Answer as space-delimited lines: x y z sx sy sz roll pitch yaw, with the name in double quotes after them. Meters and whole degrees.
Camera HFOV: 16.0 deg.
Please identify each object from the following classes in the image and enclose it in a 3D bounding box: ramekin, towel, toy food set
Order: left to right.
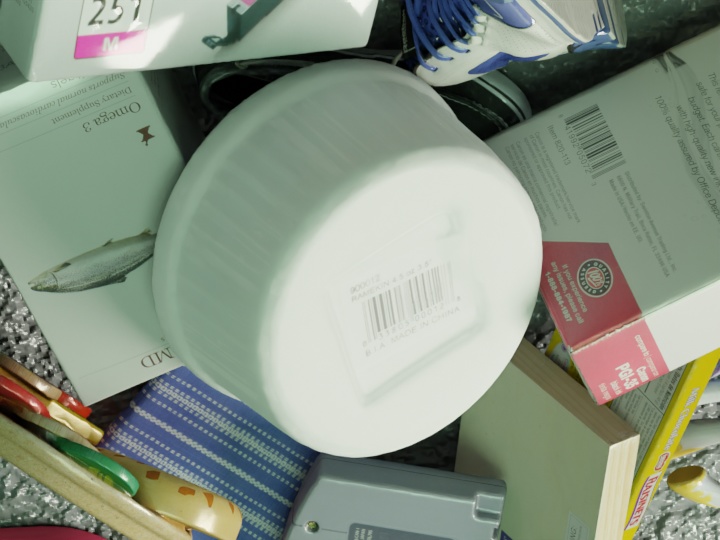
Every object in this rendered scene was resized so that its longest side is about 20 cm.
-0.172 0.095 1.448 0.198 0.200 0.049 38 83 -39 "toy food set"
-0.066 0.093 1.554 0.144 0.024 0.200 33 112 -23 "towel"
0.000 0.000 1.341 0.200 0.098 0.201 -18 125 -27 "ramekin"

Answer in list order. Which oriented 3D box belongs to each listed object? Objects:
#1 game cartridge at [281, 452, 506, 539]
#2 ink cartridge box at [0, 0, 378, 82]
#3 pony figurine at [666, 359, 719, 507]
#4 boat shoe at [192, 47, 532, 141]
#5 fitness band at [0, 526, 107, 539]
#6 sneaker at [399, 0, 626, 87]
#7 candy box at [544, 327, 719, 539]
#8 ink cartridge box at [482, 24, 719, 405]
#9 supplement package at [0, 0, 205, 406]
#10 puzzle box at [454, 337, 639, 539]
0.012 0.198 1.579 0.132 0.042 0.201 12 127 5 "game cartridge"
-0.069 -0.184 1.242 0.199 0.044 0.174 -9 131 -32 "ink cartridge box"
0.260 0.066 1.509 0.199 0.167 0.194 4 125 17 "pony figurine"
0.004 -0.090 1.409 0.198 0.068 0.074 18 120 -18 "boat shoe"
-0.228 0.228 1.610 0.199 0.037 0.144 -4 123 -6 "fitness band"
0.065 -0.137 1.338 0.115 0.199 0.081 -16 82 17 "sneaker"
0.146 0.077 1.503 0.026 0.102 0.201 -18 142 -36 "candy box"
0.185 -0.039 1.400 0.199 0.147 0.083 -26 149 5 "ink cartridge box"
-0.144 -0.051 1.387 0.116 0.118 0.201 -23 123 4 "supplement package"
0.105 0.146 1.544 0.025 0.133 0.201 -18 131 -31 "puzzle box"
